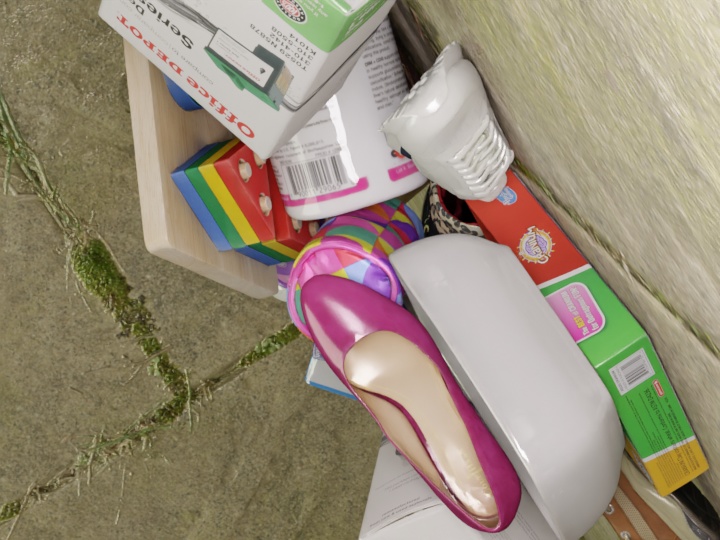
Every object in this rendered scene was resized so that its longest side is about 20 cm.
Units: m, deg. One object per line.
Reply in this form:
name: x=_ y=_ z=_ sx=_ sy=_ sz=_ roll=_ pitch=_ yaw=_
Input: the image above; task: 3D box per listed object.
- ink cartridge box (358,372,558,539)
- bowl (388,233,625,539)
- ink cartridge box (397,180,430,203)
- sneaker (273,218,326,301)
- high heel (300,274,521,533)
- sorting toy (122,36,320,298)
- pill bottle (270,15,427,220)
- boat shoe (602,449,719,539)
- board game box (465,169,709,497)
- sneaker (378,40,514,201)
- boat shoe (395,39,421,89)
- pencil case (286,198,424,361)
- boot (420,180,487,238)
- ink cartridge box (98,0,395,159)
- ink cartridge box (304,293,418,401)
ink cartridge box: x=0.082 y=0.167 z=1.347 sx=0.146 sy=0.085 sz=0.200 roll=53 pitch=-153 yaw=-21
bowl: x=0.106 y=0.070 z=1.215 sx=0.200 sy=0.075 sz=0.200 roll=57 pitch=180 yaw=25
ink cartridge box: x=-0.031 y=-0.150 z=1.597 sx=0.200 sy=0.075 sz=0.165 roll=15 pitch=-140 yaw=-57
sneaker: x=-0.072 y=-0.076 z=1.585 sx=0.088 sy=0.080 sz=0.200 roll=86 pitch=165 yaw=-75
high heel: x=0.033 y=0.083 z=1.193 sx=0.200 sy=0.067 sz=0.096 roll=44 pitch=-170 yaw=-5
sorting toy: x=-0.098 y=-0.098 z=1.397 sx=0.199 sy=0.069 sz=0.200 roll=28 pitch=-128 yaw=-66
pill bottle: x=-0.027 y=-0.147 z=1.349 sx=0.113 sy=0.113 sz=0.200 roll=-127 pitch=20 yaw=-80
boat shoe: x=0.178 y=0.148 z=1.364 sx=0.200 sy=0.074 sz=0.076 roll=48 pitch=-160 yaw=5
board game box: x=0.155 y=0.041 z=1.273 sx=0.153 sy=0.040 sz=0.200 roll=58 pitch=179 yaw=-42
sneaker: x=0.064 y=-0.089 z=1.194 sx=0.081 sy=0.076 sz=0.200 roll=46 pitch=-177 yaw=6
boat shoe: x=-0.009 y=-0.183 z=1.485 sx=0.200 sy=0.070 sz=0.070 roll=48 pitch=-167 yaw=-7
pencil case: x=0.000 y=0.000 z=1.338 sx=0.088 sy=0.088 sz=0.200 roll=57 pitch=-166 yaw=-9
boot: x=0.084 y=-0.046 z=1.435 sx=0.154 sy=0.073 sz=0.204 roll=87 pitch=-179 yaw=-46
ink cartridge box: x=-0.061 y=-0.170 z=1.065 sx=0.146 sy=0.084 sz=0.200 roll=41 pitch=154 yaw=2
ink cartridge box: x=0.046 y=0.036 z=1.553 sx=0.144 sy=0.085 sz=0.200 roll=18 pitch=-154 yaw=0
